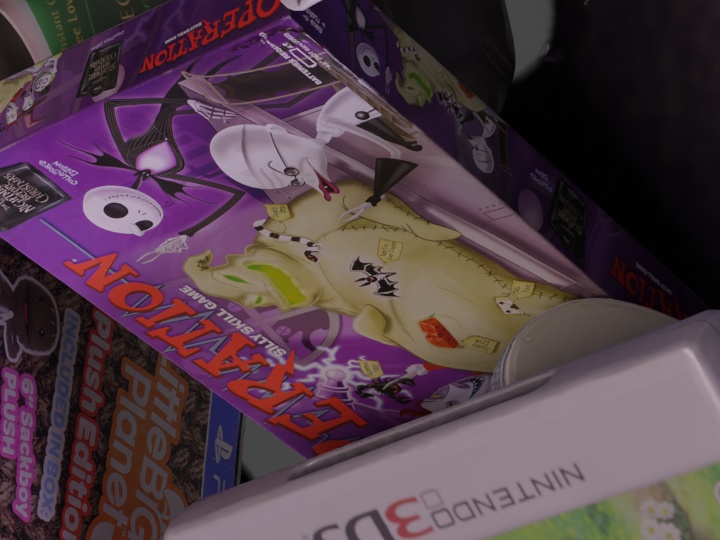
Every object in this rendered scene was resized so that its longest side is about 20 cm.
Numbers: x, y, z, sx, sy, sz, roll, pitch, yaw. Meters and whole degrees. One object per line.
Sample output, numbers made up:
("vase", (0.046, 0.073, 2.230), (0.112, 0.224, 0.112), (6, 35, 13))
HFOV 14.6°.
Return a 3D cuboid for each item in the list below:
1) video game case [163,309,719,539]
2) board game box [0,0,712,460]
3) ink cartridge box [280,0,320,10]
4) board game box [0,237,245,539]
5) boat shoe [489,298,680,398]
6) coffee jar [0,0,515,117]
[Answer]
("video game case", (0.063, 0.123, 0.692), (0.181, 0.022, 0.201), (-23, 101, 41))
("board game box", (0.000, 0.000, 0.723), (0.120, 0.032, 0.200), (-17, 140, 36))
("ink cartridge box", (0.014, -0.158, 0.624), (0.087, 0.200, 0.146), (-38, 88, 30))
("board game box", (-0.154, 0.049, 0.787), (0.159, 0.200, 0.098), (-12, 62, 32))
("boat shoe", (0.119, 0.080, 0.697), (0.200, 0.070, 0.072), (30, 145, 13))
("coffee jar", (-0.064, -0.064, 0.770), (0.199, 0.085, 0.105), (-10, 104, 30))
